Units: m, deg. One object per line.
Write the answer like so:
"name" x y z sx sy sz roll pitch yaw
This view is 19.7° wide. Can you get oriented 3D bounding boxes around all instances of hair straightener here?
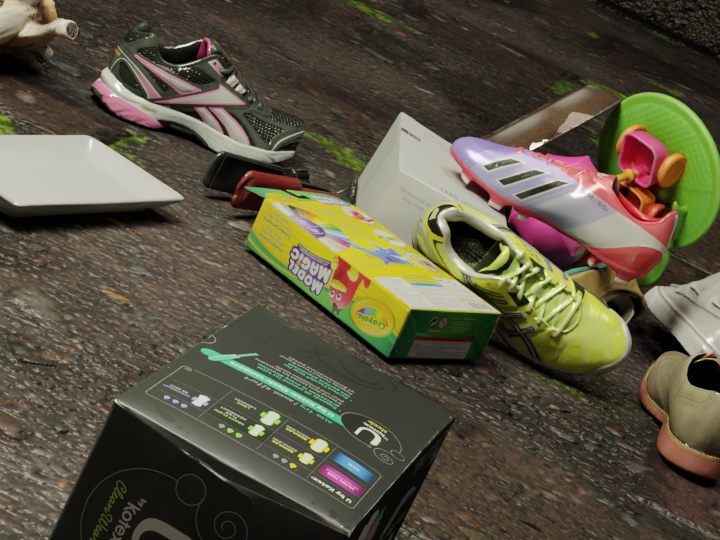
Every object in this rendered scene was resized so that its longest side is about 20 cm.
"hair straightener" -0.068 -0.080 1.757 0.077 0.041 0.200 35 19 28

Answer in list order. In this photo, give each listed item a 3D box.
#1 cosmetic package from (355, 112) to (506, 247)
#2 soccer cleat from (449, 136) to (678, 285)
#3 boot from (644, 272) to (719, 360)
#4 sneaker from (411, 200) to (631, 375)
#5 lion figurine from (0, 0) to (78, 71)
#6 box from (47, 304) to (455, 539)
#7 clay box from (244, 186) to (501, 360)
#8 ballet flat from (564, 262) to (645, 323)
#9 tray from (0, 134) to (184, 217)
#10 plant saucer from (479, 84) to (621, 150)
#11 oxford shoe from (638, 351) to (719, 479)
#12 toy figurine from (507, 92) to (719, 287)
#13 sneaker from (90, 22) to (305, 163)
"cosmetic package" 0.059 -0.055 1.775 0.113 0.081 0.200 30 15 -10
"soccer cleat" 0.170 -0.066 1.736 0.200 0.077 0.067 33 16 4
"boot" 0.316 0.033 1.810 0.074 0.096 0.200 47 5 -15
"sneaker" 0.124 0.017 1.628 0.200 0.076 0.076 33 -6 3
"lion figurine" -0.314 -0.202 1.724 0.122 0.073 0.200 -5 4 37
"box" -0.058 0.124 0.983 0.124 0.149 0.200 28 18 8
"clay box" 0.000 0.000 1.604 0.115 0.048 0.200 5 25 -49
"ballet flat" 0.201 0.028 1.780 0.063 0.069 0.200 58 27 8
"tray" -0.228 -0.068 1.535 0.107 0.022 0.200 34 19 25
"plant saucer" 0.153 -0.128 1.972 0.032 0.200 0.200 63 20 -2
"oxford shoe" 0.270 0.097 1.641 0.070 0.075 0.200 20 17 -7
"toy figurine" 0.210 -0.050 1.898 0.184 0.201 0.150 -19 46 -38
"sneaker" -0.131 -0.158 1.825 0.199 0.087 0.080 15 21 -31
